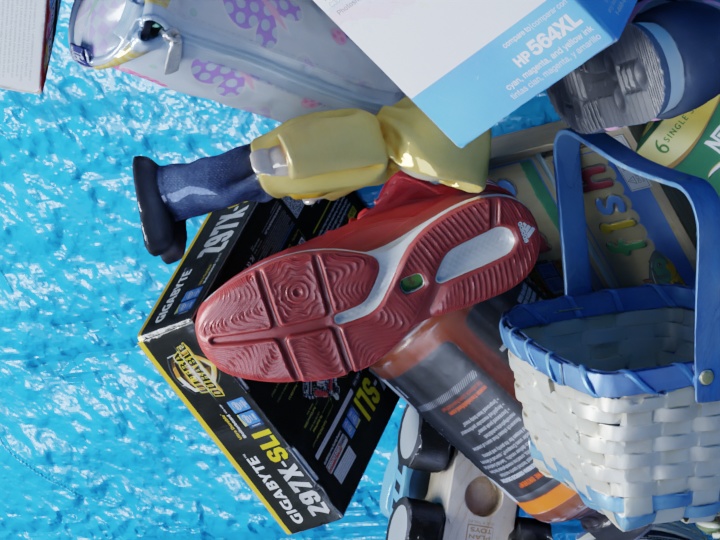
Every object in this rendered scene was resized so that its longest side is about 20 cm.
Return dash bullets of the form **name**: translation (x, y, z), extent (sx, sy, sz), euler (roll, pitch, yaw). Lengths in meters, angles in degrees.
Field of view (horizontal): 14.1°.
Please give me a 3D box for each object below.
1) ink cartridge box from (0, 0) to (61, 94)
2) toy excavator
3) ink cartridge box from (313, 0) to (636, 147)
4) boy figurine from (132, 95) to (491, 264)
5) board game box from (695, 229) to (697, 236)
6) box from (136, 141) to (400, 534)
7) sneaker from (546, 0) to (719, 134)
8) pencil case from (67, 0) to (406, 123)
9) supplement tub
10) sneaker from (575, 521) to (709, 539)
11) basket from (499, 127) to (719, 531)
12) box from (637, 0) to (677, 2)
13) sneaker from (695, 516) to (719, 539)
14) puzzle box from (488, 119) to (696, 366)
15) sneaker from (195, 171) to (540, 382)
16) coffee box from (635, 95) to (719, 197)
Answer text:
- **ink cartridge box**: translation (-0.201, -0.234, 1.624), extent (0.083, 0.176, 0.200), euler (7, 134, -4)
- **toy excavator**: translation (0.047, 0.175, 1.887), extent (0.099, 0.195, 0.200), euler (9, 176, -15)
- **ink cartridge box**: translation (0.042, -0.194, 1.508), extent (0.200, 0.129, 0.125), euler (44, 133, -15)
- **boy figurine**: translation (-0.023, -0.055, 1.616), extent (0.199, 0.065, 0.124), euler (-11, 171, 4)
- **board game box**: translation (0.299, -0.001, 1.609), extent (0.199, 0.032, 0.120), euler (-11, 121, 37)
- **box**: translation (-0.039, 0.032, 1.740), extent (0.049, 0.200, 0.160), euler (-18, 119, 34)
- **sneaker**: translation (0.158, -0.114, 1.581), extent (0.200, 0.082, 0.070), euler (-159, 53, -71)
- **pencil case**: translation (-0.065, -0.130, 1.636), extent (0.199, 0.083, 0.091), euler (16, -177, -36)
- **supplement tub**: translation (0.103, 0.078, 1.744), extent (0.200, 0.107, 0.107), euler (43, 133, -13)
- **sneaker**: translation (0.211, 0.206, 1.804), extent (0.199, 0.085, 0.077), euler (5, 124, -16)
- **basket**: translation (0.155, 0.030, 1.621), extent (0.139, 0.176, 0.201), euler (-13, 111, -17)
- **box**: translation (0.106, -0.237, 1.555), extent (0.142, 0.036, 0.201), euler (10, 130, 19)
- **sneaker**: translation (0.246, 0.139, 1.756), extent (0.089, 0.067, 0.200), euler (-16, 141, 11)
- **puzzle box**: translation (0.148, -0.004, 1.743), extent (0.133, 0.025, 0.200), euler (-13, 122, 34)
- **sneaker**: translation (0.000, 0.000, 1.661), extent (0.199, 0.116, 0.079), euler (-16, 107, -3)
- **coffee box**: translation (0.266, -0.057, 1.627), extent (0.200, 0.044, 0.123), euler (34, 136, -5)
